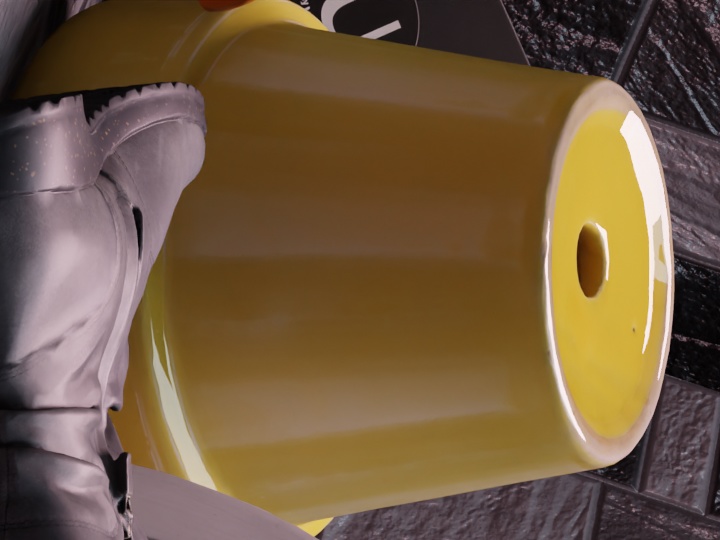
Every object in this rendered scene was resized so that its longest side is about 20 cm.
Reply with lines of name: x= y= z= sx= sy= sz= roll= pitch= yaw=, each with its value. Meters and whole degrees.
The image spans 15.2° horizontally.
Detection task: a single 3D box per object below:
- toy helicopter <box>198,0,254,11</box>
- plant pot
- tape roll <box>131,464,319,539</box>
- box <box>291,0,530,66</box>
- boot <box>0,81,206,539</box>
toy helicopter: x=0.017 y=-0.134 z=0.733 sx=0.079 sy=0.199 sz=0.133 roll=-73 pitch=165 yaw=-54
plant pot: x=0.000 y=0.000 z=0.931 sx=0.201 sy=0.188 sz=0.201 roll=-1 pitch=90 yaw=-64
tape roll: x=-0.071 y=0.125 z=0.731 sx=0.203 sy=0.202 sz=0.071 roll=-75 pitch=-176 yaw=-71
box: x=0.005 y=-0.078 z=1.299 sx=0.124 sy=0.148 sz=0.200 roll=125 pitch=-59 yaw=-88
boot: x=-0.081 y=0.018 z=0.734 sx=0.200 sy=0.070 sz=0.132 roll=-29 pitch=111 yaw=-76
